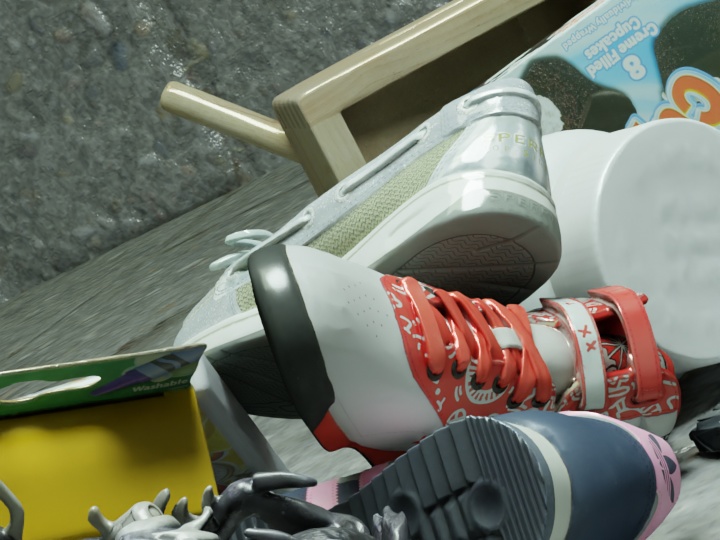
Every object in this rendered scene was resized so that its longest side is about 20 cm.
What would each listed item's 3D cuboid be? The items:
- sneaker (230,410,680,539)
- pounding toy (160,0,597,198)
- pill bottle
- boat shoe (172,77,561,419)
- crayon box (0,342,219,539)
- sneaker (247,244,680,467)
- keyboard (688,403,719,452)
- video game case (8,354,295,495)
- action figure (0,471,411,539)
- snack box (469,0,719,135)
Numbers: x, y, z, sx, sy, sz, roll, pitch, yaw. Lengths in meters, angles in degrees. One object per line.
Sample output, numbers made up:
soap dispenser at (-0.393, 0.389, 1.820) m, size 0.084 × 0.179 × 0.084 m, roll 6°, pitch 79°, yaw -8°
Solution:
sneaker at (0.019, 0.094, 0.917) m, size 0.082 × 0.070 × 0.200 m, roll -3°, pitch -13°, yaw -41°
pounding toy at (0.039, -0.050, 1.340) m, size 0.200 × 0.185 × 0.142 m, roll -28°, pitch 6°, yaw -6°
pill bottle at (0.067, 0.007, 1.117) m, size 0.109 × 0.110 × 0.200 m, roll -32°, pitch 8°, yaw -33°
boat shoe at (-0.001, -0.001, 1.039) m, size 0.202 × 0.074 × 0.065 m, roll -36°, pitch 43°, yaw 48°
crayon box at (-0.125, 0.095, 1.011) m, size 0.125 × 0.052 × 0.200 m, roll -8°, pitch -24°, yaw -17°
sneaker at (0.041, 0.026, 0.947) m, size 0.108 × 0.067 × 0.201 m, roll -22°, pitch -28°, yaw 10°
keyboard at (0.207, 0.003, 0.972) m, size 0.200 × 0.021 × 0.127 m, roll -32°, pitch 8°, yaw -30°
video game case at (-0.124, 0.092, 1.106) m, size 0.181 × 0.023 × 0.200 m, roll -17°, pitch -22°, yaw 4°
action figure at (-0.051, 0.106, 0.805) m, size 0.119 × 0.199 × 0.102 m, roll -88°, pitch 19°, yaw -55°
snack box at (0.107, -0.047, 1.206) m, size 0.200 × 0.116 × 0.037 m, roll -35°, pitch 6°, yaw 30°
